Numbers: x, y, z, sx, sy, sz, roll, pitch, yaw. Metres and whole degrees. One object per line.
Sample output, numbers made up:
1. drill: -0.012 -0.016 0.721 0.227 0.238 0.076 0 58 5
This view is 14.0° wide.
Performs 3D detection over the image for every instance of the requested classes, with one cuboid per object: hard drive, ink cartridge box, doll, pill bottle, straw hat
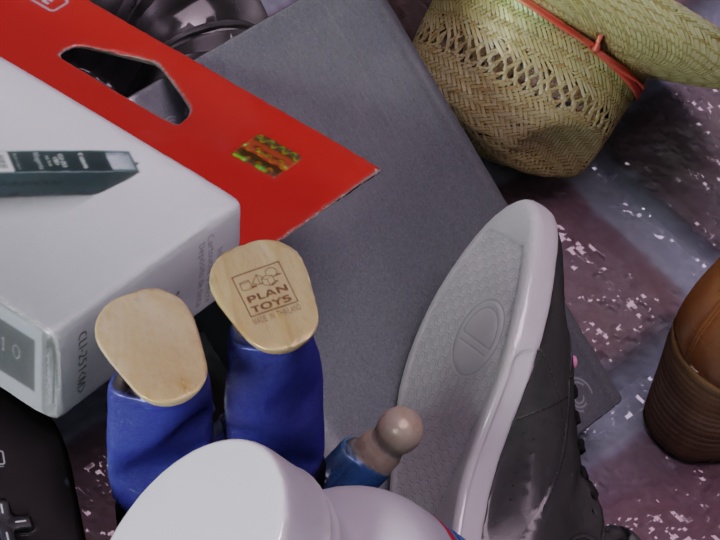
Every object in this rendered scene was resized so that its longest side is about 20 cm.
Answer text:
1. hard drive: 0.000 0.000 1.110 0.139 0.033 0.200 -34 95 -37
2. ink cartridge box: -0.118 -0.052 1.006 0.200 0.044 0.174 31 48 25
3. doll: -0.041 0.072 0.976 0.136 0.200 0.048 -24 58 -18
4. pill bottle: 0.013 0.137 0.925 0.200 0.109 0.109 39 38 -33
5. straw hat: 0.068 -0.087 1.226 0.201 0.201 0.085 29 88 5

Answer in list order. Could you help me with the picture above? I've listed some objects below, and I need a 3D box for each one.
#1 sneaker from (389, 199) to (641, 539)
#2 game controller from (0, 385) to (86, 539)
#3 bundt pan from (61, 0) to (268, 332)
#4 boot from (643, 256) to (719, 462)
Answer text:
1. sneaker: 0.068 0.080 1.067 0.099 0.071 0.200 19 71 -28
2. game controller: -0.182 0.081 0.887 0.200 0.042 0.105 -1 62 -20
3. bundt pan: -0.110 -0.070 1.156 0.201 0.076 0.202 11 47 -12
4. boot: 0.208 -0.010 1.168 0.200 0.155 0.077 -15 57 -31
